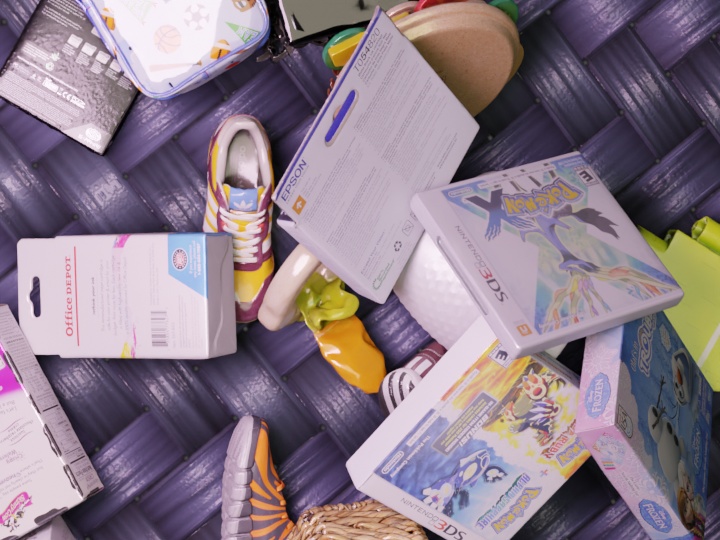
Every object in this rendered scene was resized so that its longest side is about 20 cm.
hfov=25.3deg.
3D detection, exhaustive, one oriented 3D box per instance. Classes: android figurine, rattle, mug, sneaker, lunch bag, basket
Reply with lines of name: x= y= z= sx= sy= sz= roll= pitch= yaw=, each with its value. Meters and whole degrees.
android figurine: x=0.339 y=0.042 z=1.628 sx=0.199 sy=0.041 sz=0.183 roll=29 pitch=88 yaw=-8
rattle: x=0.000 y=0.000 z=1.500 sx=0.143 sy=0.130 sz=0.200 roll=50 pitch=118 yaw=26
mug: x=0.126 y=-0.009 z=1.556 sx=0.175 sy=0.148 sz=0.201 roll=35 pitch=56 yaw=-8
sneaker: x=0.091 y=0.161 z=1.587 sx=0.115 sy=0.075 sz=0.201 roll=-44 pitch=129 yaw=-41
sneaker: x=-0.078 y=0.240 z=1.569 sx=0.111 sy=0.078 sz=0.202 roll=2 pitch=103 yaw=-12
sneaker: x=-0.118 y=-0.049 z=1.536 sx=0.074 sy=0.090 sz=0.202 roll=-4 pitch=93 yaw=-8
lunch bag: x=-0.185 y=-0.266 z=1.474 sx=0.159 sy=0.076 sz=0.201 roll=-30 pitch=95 yaw=3
basket: x=-0.005 y=0.336 z=1.495 sx=0.141 sy=0.149 sz=0.202 roll=-2 pitch=121 yaw=-22

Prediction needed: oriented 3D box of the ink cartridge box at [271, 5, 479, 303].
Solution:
ink cartridge box: x=0.007 y=-0.101 z=1.421 sx=0.201 sy=0.040 sz=0.200 roll=-60 pitch=140 yaw=-13

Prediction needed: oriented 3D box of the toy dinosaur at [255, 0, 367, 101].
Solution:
toy dinosaur: x=-0.028 y=-0.239 z=1.545 sx=0.135 sy=0.102 sz=0.202 roll=2 pitch=71 yaw=-24

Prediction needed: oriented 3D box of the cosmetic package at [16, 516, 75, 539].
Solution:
cosmetic package: x=-0.303 y=0.363 z=1.489 sx=0.166 sy=0.167 sz=0.201 roll=-31 pitch=97 yaw=-6

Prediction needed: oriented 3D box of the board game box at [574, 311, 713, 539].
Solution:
board game box: x=0.268 y=0.129 z=1.490 sx=0.043 sy=0.201 sz=0.199 roll=-17 pitch=129 yaw=30

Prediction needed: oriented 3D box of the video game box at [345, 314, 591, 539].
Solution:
video game box: x=0.116 y=0.159 z=1.485 sx=0.182 sy=0.047 sz=0.200 roll=32 pitch=107 yaw=-34

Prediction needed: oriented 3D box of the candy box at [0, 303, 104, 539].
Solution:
candy box: x=-0.348 y=0.151 z=1.499 sx=0.136 sy=0.061 sz=0.201 roll=-28 pitch=88 yaw=12

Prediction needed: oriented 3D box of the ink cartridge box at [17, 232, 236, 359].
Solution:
ink cartridge box: x=-0.221 y=0.023 z=1.515 sx=0.198 sy=0.068 sz=0.116 roll=0 pitch=93 yaw=19

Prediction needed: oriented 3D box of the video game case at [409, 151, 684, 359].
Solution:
video game case: x=0.170 y=-0.019 z=1.453 sx=0.199 sy=0.022 sz=0.183 roll=-15 pitch=59 yaw=-31

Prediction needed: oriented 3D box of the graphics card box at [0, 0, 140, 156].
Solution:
graphics card box: x=-0.251 y=-0.225 z=1.530 sx=0.125 sy=0.051 sz=0.201 roll=29 pitch=87 yaw=-8

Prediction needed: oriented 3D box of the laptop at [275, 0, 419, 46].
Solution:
laptop: x=-0.007 y=-0.324 z=1.523 sx=0.198 sy=0.116 sz=0.189 roll=-17 pitch=94 yaw=-9

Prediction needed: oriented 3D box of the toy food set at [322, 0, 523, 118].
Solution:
toy food set: x=0.063 y=-0.193 z=1.518 sx=0.199 sy=0.198 sz=0.049 roll=-24 pitch=62 yaw=1
